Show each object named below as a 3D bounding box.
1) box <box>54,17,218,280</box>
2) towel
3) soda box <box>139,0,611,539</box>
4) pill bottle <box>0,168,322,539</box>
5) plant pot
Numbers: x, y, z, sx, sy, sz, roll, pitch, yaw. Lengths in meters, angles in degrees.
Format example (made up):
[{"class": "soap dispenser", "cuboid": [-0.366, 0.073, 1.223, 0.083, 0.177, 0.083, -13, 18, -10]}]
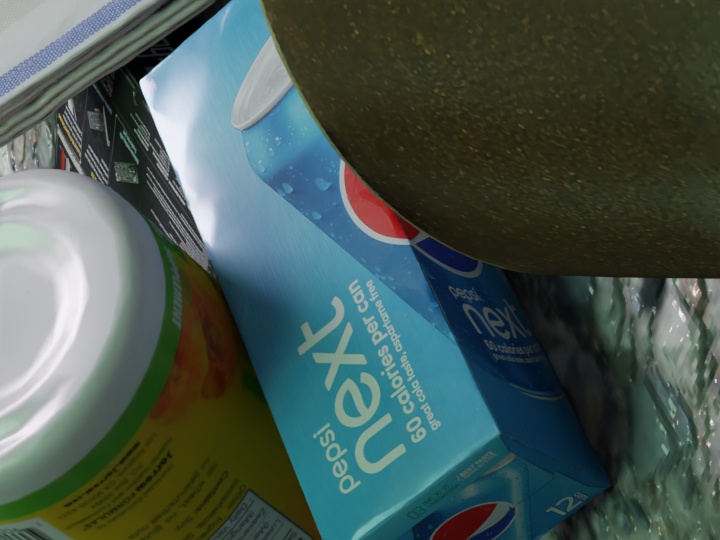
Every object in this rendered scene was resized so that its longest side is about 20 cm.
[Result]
[{"class": "box", "cuboid": [-0.075, -0.006, 0.973, 0.200, 0.050, 0.158, -128, 37, -51]}, {"class": "towel", "cuboid": [-0.135, -0.146, 0.989, 0.024, 0.147, 0.200, 49, -170, -50]}, {"class": "soda box", "cuboid": [0.000, 0.000, 0.753, 0.068, 0.064, 0.200, -39, 53, 19]}, {"class": "pill bottle", "cuboid": [-0.067, 0.060, 0.792, 0.200, 0.111, 0.111, 44, -165, -50]}, {"class": "plant pot", "cuboid": [0.111, -0.078, 0.398, 0.200, 0.187, 0.187, 12, 108, 50]}]
